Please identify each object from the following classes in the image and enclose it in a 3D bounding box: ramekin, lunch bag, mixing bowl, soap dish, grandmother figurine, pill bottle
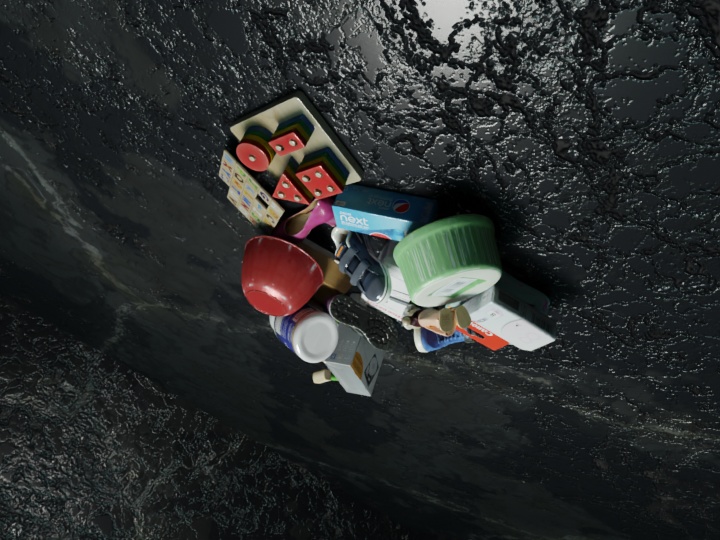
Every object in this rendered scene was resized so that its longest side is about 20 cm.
[{"bbox_3d":[0.165,-0.011,1.053,0.194,0.100,0.201,-12,159,-5],"label":"ramekin"},{"bbox_3d":[0.293,0.071,1.202,0.196,0.078,0.161,26,146,-5],"label":"lunch bag"},{"bbox_3d":[-0.188,0.030,1.268,0.195,0.110,0.202,16,148,10],"label":"mixing bowl"},{"bbox_3d":[-0.116,0.011,1.377,0.197,0.083,0.157,29,148,-11],"label":"soap dish"},{"bbox_3d":[0.136,0.099,1.156,0.118,0.063,0.199,2,175,-19],"label":"grandmother figurine"},{"bbox_3d":[-0.141,0.133,1.357,0.116,0.117,0.199,42,170,-29],"label":"pill bottle"}]

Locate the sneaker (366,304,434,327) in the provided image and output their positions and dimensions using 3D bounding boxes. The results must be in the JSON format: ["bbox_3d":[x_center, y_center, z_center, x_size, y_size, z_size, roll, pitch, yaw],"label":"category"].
[{"bbox_3d":[0.099,0.107,1.374,0.196,0.087,0.077,25,149,-3],"label":"sneaker"}]

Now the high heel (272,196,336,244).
[{"bbox_3d":[-0.129,-0.108,1.199,0.196,0.069,0.095,-7,159,33],"label":"high heel"}]

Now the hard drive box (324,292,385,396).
[{"bbox_3d":[0.000,0.186,1.446,0.075,0.204,0.157,3,145,27],"label":"hard drive box"}]

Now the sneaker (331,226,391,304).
[{"bbox_3d":[-0.006,-0.013,1.155,0.078,0.202,0.079,13,124,-36],"label":"sneaker"}]

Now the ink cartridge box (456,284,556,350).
[{"bbox_3d":[0.272,0.119,1.162,0.160,0.058,0.200,28,142,-13],"label":"ink cartridge box"}]

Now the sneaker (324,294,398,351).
[{"bbox_3d":[0.003,0.114,1.334,0.198,0.077,0.087,36,171,-19],"label":"sneaker"}]

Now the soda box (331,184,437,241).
[{"bbox_3d":[0.048,-0.108,1.106,0.195,0.065,0.069,14,148,17],"label":"soda box"}]

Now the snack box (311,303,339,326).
[{"bbox_3d":[-0.123,0.101,1.481,0.198,0.025,0.072,34,173,37],"label":"snack box"}]

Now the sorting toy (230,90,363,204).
[{"bbox_3d":[-0.129,-0.207,1.070,0.195,0.071,0.200,-8,137,41],"label":"sorting toy"}]

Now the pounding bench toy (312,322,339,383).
[{"bbox_3d":[-0.041,0.250,1.568,0.122,0.203,0.156,-14,134,44],"label":"pounding bench toy"}]

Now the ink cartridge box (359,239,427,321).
[{"bbox_3d":[0.095,0.024,1.253,0.142,0.086,0.201,25,149,-3],"label":"ink cartridge box"}]

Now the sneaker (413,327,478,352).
[{"bbox_3d":[0.204,0.132,1.282,0.109,0.079,0.198,-11,177,34],"label":"sneaker"}]

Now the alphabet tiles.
[{"bbox_3d":[-0.239,-0.155,1.216,0.167,0.008,0.200,46,158,-4],"label":"alphabet tiles"}]
